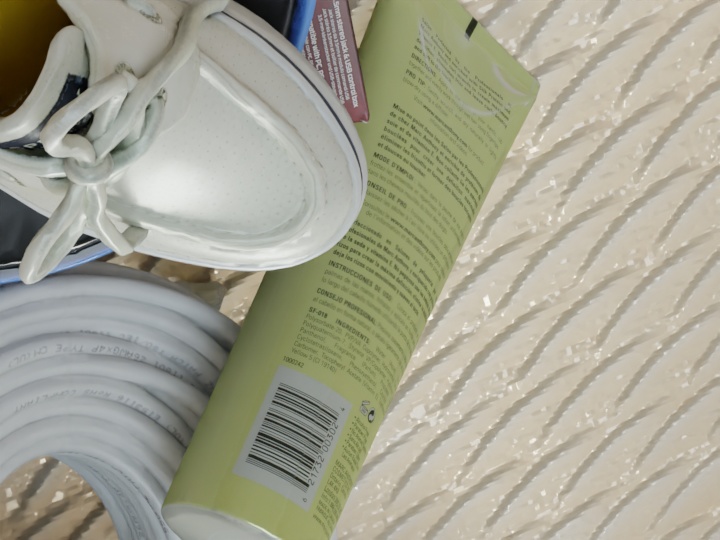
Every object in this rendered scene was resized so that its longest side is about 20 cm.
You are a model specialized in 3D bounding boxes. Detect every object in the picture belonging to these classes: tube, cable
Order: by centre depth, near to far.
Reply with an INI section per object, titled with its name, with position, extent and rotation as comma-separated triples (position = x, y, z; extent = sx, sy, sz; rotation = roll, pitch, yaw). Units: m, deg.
[cable]
position = -0.098, 0.096, 0.727
extent = 0.199, 0.069, 0.202
rotation = 3, 84, -38
[tube]
position = 0.000, 0.000, 0.739
extent = 0.052, 0.201, 0.058
rotation = 19, 157, 11

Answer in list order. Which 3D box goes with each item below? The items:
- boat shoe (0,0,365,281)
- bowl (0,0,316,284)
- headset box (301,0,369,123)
[boat shoe]
position = -0.076, -0.044, 0.565
extent = 0.201, 0.086, 0.075
rotation = 32, 107, -29
[bowl]
position = -0.104, -0.085, 0.618
extent = 0.199, 0.039, 0.202
rotation = -7, 121, -12
[headset box]
position = -0.091, -0.101, 0.681
extent = 0.199, 0.077, 0.150
rotation = -15, 123, -7
